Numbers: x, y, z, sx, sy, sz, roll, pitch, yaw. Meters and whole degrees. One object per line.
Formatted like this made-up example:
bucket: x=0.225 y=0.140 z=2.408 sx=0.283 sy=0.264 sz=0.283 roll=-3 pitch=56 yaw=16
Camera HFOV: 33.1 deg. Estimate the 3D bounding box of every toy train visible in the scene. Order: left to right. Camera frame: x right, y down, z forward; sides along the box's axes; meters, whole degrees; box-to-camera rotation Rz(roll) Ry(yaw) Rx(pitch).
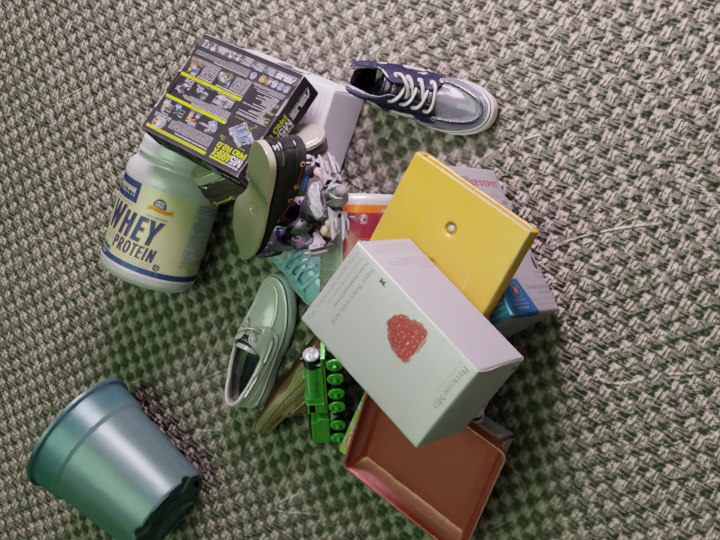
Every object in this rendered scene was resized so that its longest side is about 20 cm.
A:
toy train: x=-0.048 y=0.164 z=1.612 sx=0.056 sy=0.201 sz=0.042 roll=-1 pitch=47 yaw=1

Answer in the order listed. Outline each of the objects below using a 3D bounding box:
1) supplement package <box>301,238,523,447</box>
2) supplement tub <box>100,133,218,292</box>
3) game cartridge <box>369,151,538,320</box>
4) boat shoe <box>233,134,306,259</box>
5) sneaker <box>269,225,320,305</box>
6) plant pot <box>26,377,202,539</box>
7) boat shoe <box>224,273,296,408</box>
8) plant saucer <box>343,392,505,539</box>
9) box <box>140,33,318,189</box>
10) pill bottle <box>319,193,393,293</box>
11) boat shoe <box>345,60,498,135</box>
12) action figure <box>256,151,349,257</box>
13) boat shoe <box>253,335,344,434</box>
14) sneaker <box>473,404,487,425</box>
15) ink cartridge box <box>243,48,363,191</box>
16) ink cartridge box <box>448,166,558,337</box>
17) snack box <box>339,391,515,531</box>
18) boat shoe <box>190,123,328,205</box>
supplement package: x=0.057 y=0.076 z=1.347 sx=0.200 sy=0.119 sz=0.122 roll=46 pitch=114 yaw=21
supplement tub: x=-0.283 y=-0.084 z=1.756 sx=0.144 sy=0.145 sz=0.201 roll=26 pitch=104 yaw=28
game cartridge: x=0.089 y=-0.008 z=1.411 sx=0.176 sy=0.032 sz=0.201 roll=38 pitch=112 yaw=25
boat shoe: x=-0.114 y=-0.088 z=1.515 sx=0.074 sy=0.063 sz=0.202 roll=56 pitch=145 yaw=28
sneaker: x=-0.100 y=-0.021 z=1.682 sx=0.074 sy=0.082 sz=0.200 roll=-45 pitch=69 yaw=25
plant pot: x=-0.351 y=0.298 z=1.789 sx=0.196 sy=0.200 sz=0.201 roll=38 pitch=110 yaw=17
boat shoe: x=-0.145 y=0.102 z=1.720 sx=0.073 sy=0.065 sz=0.202 roll=17 pitch=100 yaw=34
plant saucer: x=0.082 y=0.229 z=1.505 sx=0.199 sy=0.037 sz=0.201 roll=35 pitch=132 yaw=22
box: x=-0.175 y=-0.211 z=1.601 sx=0.199 sy=0.044 sz=0.161 roll=27 pitch=81 yaw=35
pill bottle: x=0.000 y=0.000 z=1.605 sx=0.109 sy=0.109 sz=0.202 roll=2 pitch=92 yaw=31
boat shoe: x=0.073 y=-0.224 z=1.565 sx=0.199 sy=0.093 sz=0.075 roll=17 pitch=100 yaw=30
action figure: x=-0.073 y=-0.074 z=1.558 sx=0.200 sy=0.069 sz=0.131 roll=-28 pitch=56 yaw=55
boat shoe: x=-0.085 y=0.174 z=1.681 sx=0.064 sy=0.071 sz=0.200 roll=32 pitch=130 yaw=-8
sneaker: x=0.084 y=0.119 z=1.554 sx=0.199 sy=0.116 sz=0.075 roll=30 pitch=136 yaw=12
ink cartridge box: x=-0.113 y=-0.210 z=1.685 sx=0.199 sy=0.084 sz=0.146 roll=26 pitch=105 yaw=28
ink cartridge box: x=0.143 y=-0.021 z=1.487 sx=0.083 sy=0.145 sz=0.201 roll=-31 pitch=75 yaw=28
snack box: x=0.085 y=0.226 z=1.590 sx=0.199 sy=0.053 sz=0.143 roll=32 pitch=106 yaw=26
boat shoe: x=-0.127 y=-0.138 z=1.612 sx=0.199 sy=0.072 sz=0.060 roll=-17 pitch=125 yaw=19
